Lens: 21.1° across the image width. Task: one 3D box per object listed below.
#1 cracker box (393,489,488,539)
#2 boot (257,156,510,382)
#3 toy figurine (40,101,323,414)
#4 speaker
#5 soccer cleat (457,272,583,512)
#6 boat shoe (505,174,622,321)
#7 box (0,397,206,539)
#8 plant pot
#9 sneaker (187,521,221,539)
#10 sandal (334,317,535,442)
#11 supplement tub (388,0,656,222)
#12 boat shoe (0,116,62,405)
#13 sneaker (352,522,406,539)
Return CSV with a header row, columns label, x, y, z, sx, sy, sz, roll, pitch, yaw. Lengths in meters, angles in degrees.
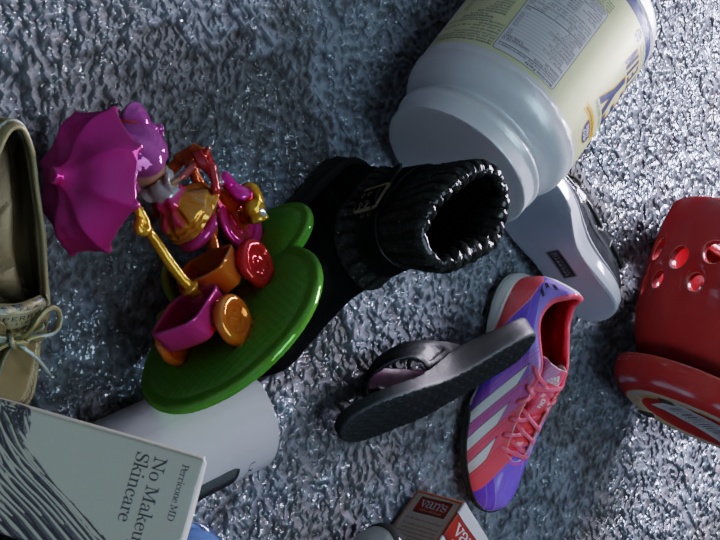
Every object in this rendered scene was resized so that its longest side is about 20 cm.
label,x,y,z,sx,sy,sz,roll,pitch,yaw
cracker box,0.040,0.296,1.548,0.200,0.057,0.134,-54,131,-27
boot,-0.001,-0.002,1.382,0.080,0.157,0.212,51,61,-38
toy figurine,-0.128,-0.040,1.283,0.184,0.149,0.201,52,38,-27
speaker,-0.149,0.131,1.306,0.199,0.081,0.082,-23,113,-42
soccer cleat,0.133,0.104,1.603,0.068,0.073,0.202,14,86,-46
boat shoe,0.172,-0.044,1.630,0.200,0.069,0.067,52,43,-34
box,-0.198,0.124,1.179,0.198,0.068,0.083,15,83,-2
plant pot,0.335,0.056,1.719,0.200,0.200,0.184,36,73,-43
sneaker,-0.126,0.221,1.301,0.074,0.082,0.200,-55,167,7
sandal,0.050,0.080,1.524,0.200,0.048,0.075,-23,157,-35
supplement tub,0.125,-0.149,1.501,0.200,0.144,0.145,-53,130,-26
boat shoe,-0.229,0.002,1.212,0.073,0.062,0.202,-20,111,-43
sneaker,-0.031,0.262,1.457,0.200,0.073,0.080,-51,127,-29
